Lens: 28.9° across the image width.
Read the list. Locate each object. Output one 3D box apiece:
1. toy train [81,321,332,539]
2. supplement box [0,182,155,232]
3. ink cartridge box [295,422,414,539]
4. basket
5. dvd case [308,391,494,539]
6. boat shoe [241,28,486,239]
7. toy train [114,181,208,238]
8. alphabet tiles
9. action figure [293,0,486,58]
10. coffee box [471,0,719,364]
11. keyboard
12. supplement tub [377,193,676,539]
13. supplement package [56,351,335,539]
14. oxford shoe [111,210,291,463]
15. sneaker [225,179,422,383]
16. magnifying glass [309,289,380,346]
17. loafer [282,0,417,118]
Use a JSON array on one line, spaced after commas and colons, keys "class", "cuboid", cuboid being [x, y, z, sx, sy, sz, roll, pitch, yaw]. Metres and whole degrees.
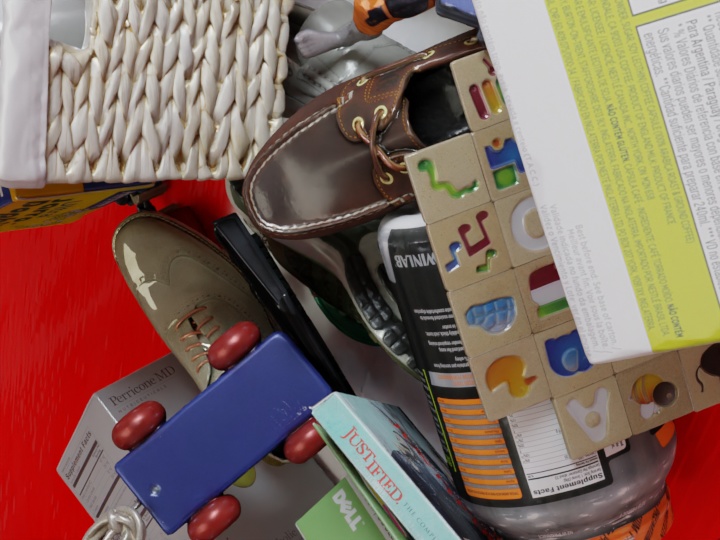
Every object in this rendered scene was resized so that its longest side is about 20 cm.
[{"class": "toy train", "cuboid": [-0.104, 0.118, 0.822, 0.085, 0.200, 0.116, 50, 178, 4]}, {"class": "supplement box", "cuboid": [-0.228, -0.134, 0.923, 0.109, 0.109, 0.201, -18, 85, 46]}, {"class": "ink cartridge box", "cuboid": [0.028, 0.176, 0.788, 0.200, 0.059, 0.104, 44, -175, -46]}, {"class": "basket", "cuboid": [-0.140, -0.160, 0.754, 0.200, 0.160, 0.199, 35, 122, 58]}, {"class": "dvd case", "cuboid": [0.044, 0.132, 0.791, 0.022, 0.200, 0.146, -41, 76, 2]}, {"class": "boat shoe", "cuboid": [0.027, -0.074, 0.691, 0.199, 0.070, 0.071, -29, 96, 9]}, {"class": "toy train", "cuboid": [-0.129, -0.020, 0.970, 0.046, 0.034, 0.201, -29, 90, 44]}, {"class": "alphabet tiles", "cuboid": [0.116, -0.018, 0.660, 0.006, 0.166, 0.201, -148, 38, -75]}, {"class": "action figure", "cuboid": [0.057, -0.195, 0.689, 0.193, 0.104, 0.201, 3, 83, 37]}, {"class": "coffee box", "cuboid": [0.169, -0.106, 0.495, 0.197, 0.200, 0.201, -14, 101, 30]}, {"class": "keyboard", "cuboid": [-0.044, 0.023, 0.846, 0.127, 0.021, 0.200, 49, 172, 31]}, {"class": "supplement tub", "cuboid": [0.092, 0.049, 0.731, 0.122, 0.122, 0.201, -5, 107, 45]}, {"class": "supplement package", "cuboid": [-0.102, 0.166, 0.980, 0.200, 0.114, 0.110, 48, 137, 14]}, {"class": "oxford shoe", "cuboid": [-0.092, 0.042, 0.914, 0.071, 0.074, 0.200, -43, 90, 7]}, {"class": "sneaker", "cuboid": [0.000, 0.000, 0.826, 0.200, 0.077, 0.089, 45, 159, 9]}, {"class": "magnifying glass", "cuboid": [-0.036, -0.033, 0.888, 0.200, 0.022, 0.080, 44, 134, 15]}, {"class": "loafer", "cuboid": [-0.013, -0.115, 0.786, 0.200, 0.070, 0.070, 20, 132, 36]}]
